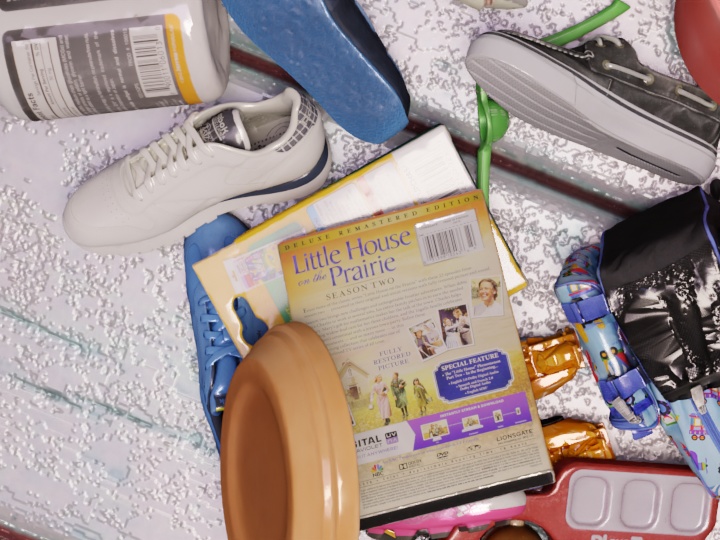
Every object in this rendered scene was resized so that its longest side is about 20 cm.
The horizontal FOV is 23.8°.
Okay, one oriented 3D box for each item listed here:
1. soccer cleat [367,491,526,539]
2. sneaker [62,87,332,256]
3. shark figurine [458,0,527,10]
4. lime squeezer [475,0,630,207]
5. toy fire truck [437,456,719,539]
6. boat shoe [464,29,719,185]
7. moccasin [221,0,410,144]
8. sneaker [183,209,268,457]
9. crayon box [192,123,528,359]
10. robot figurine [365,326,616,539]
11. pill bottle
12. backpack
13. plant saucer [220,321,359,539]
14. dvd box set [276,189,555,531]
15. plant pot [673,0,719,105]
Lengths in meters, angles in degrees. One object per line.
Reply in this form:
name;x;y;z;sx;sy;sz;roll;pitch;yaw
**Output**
soccer cleat;0.016;0.135;1.137;0.199;0.070;0.087;-7;85;33
sneaker;-0.121;-0.075;1.192;0.199;0.081;0.077;-22;65;2
shark figurine;0.033;-0.267;1.152;0.127;0.215;0.090;12;65;32
lime squeezer;0.110;-0.116;1.206;0.070;0.038;0.201;25;97;-29
toy fire truck;0.140;0.207;1.171;0.198;0.112;0.170;6;95;-7
boat shoe;0.162;-0.126;1.168;0.199;0.072;0.071;24;77;-22
moccasin;-0.040;-0.174;1.180;0.080;0.068;0.201;-28;108;21
sneaker;-0.087;0.056;1.212;0.065;0.078;0.202;-11;92;8
crayon box;0.000;0.000;1.189;0.199;0.052;0.126;-28;95;4
robot figurine;0.072;0.117;1.210;0.198;0.058;0.146;-19;92;6
pill bottle;-0.196;-0.165;1.185;0.198;0.116;0.117;-5;94;6
backpack;0.229;0.061;1.134;0.134;0.183;0.201;-24;99;14
plant saucer;-0.051;0.134;1.086;0.037;0.200;0.202;-2;95;-21
dvd box set;0.033;0.057;1.102;0.145;0.029;0.201;-15;65;5
plant pot;0.291;-0.181;1.090;0.198;0.177;0.202;1;81;-4
